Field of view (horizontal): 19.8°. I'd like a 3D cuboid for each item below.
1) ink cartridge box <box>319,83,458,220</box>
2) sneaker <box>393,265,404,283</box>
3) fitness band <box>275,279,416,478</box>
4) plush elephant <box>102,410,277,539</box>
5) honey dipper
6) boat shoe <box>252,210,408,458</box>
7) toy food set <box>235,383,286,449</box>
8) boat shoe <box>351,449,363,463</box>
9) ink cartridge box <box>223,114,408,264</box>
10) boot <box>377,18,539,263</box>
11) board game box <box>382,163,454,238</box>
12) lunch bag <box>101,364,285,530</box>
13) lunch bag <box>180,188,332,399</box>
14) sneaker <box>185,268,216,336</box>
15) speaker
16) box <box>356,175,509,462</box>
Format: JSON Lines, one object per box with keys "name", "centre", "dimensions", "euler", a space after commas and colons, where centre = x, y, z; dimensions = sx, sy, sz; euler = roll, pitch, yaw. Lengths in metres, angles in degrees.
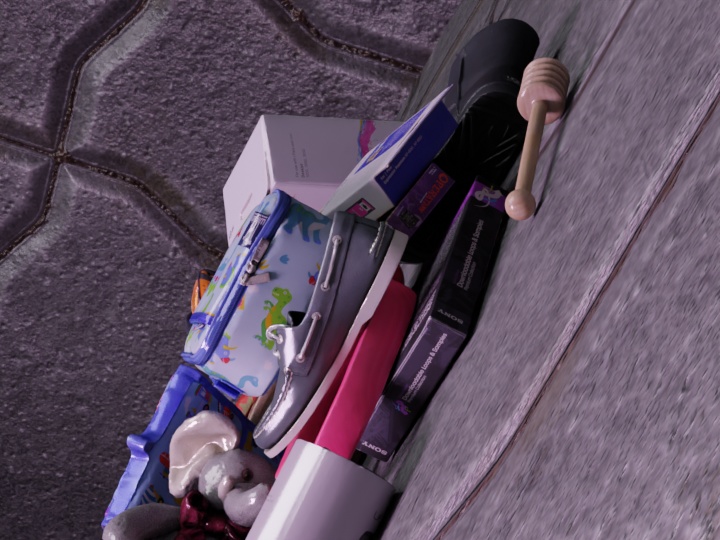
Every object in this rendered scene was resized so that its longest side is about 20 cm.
{"name": "ink cartridge box", "centre": [0.023, -0.082, 1.693], "dimensions": [0.095, 0.037, 0.200], "euler": [-52, 5, -23]}
{"name": "sneaker", "centre": [-0.003, 0.034, 1.894], "dimensions": [0.113, 0.071, 0.200], "euler": [105, -170, -50]}
{"name": "fitness band", "centre": [-0.010, 0.094, 1.569], "dimensions": [0.144, 0.037, 0.200], "euler": [-55, 10, 48]}
{"name": "plush elephant", "centre": [-0.109, 0.207, 1.607], "dimensions": [0.155, 0.165, 0.200], "euler": [-55, 11, 0]}
{"name": "honey dipper", "centre": [0.130, -0.098, 1.543], "dimensions": [0.038, 0.038, 0.200], "euler": [-60, 8, 34]}
{"name": "boat shoe", "centre": [-0.036, 0.046, 1.541], "dimensions": [0.200, 0.062, 0.073], "euler": [-60, 6, 14]}
{"name": "toy food set", "centre": [-0.077, 0.149, 1.979], "dimensions": [0.198, 0.049, 0.200], "euler": [-52, -25, -37]}
{"name": "boat shoe", "centre": [-0.021, 0.111, 1.761], "dimensions": [0.202, 0.075, 0.075], "euler": [-65, 5, -34]}
{"name": "ink cartridge box", "centre": [-0.018, -0.075, 1.971], "dimensions": [0.145, 0.200, 0.085], "euler": [124, 141, -54]}
{"name": "boot", "centre": [0.091, -0.116, 1.825], "dimensions": [0.200, 0.076, 0.168], "euler": [-54, 10, 27]}
{"name": "board game box", "centre": [0.000, 0.000, 1.690], "dimensions": [0.120, 0.032, 0.200], "euler": [-56, 4, -32]}
{"name": "lunch bag", "centre": [-0.154, 0.179, 1.764], "dimensions": [0.151, 0.094, 0.200], "euler": [-64, -28, -17]}
{"name": "lunch bag", "centre": [-0.080, 0.022, 1.658], "dimensions": [0.161, 0.082, 0.200], "euler": [-63, 6, -3]}
{"name": "sneaker", "centre": [-0.094, 0.021, 1.908], "dimensions": [0.200, 0.112, 0.078], "euler": [-56, -16, -60]}
{"name": "speaker", "centre": [-0.053, 0.219, 1.419], "dimensions": [0.200, 0.081, 0.081], "euler": [-63, 4, -11]}
{"name": "box", "centre": [0.056, 0.035, 1.583], "dimensions": [0.143, 0.036, 0.200], "euler": [-61, 3, 37]}
